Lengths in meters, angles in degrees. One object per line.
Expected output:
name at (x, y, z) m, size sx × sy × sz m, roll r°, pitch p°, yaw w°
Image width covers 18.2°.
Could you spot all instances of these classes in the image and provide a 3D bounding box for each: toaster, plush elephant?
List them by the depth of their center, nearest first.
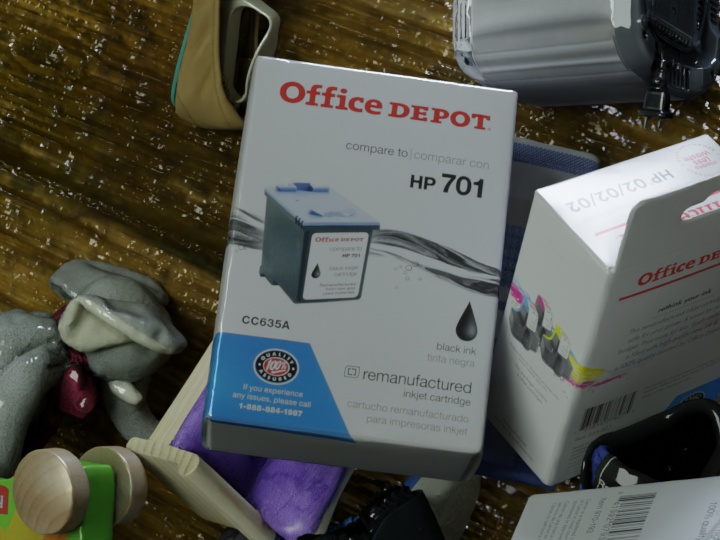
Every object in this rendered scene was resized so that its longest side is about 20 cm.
toaster at (0.131, -0.170, 1.274) m, size 0.129 × 0.113 × 0.201 m, roll -4°, pitch 77°, yaw 38°
plush elephant at (-0.181, 0.063, 1.407) m, size 0.154 × 0.165 × 0.201 m, roll -4°, pitch 106°, yaw 0°

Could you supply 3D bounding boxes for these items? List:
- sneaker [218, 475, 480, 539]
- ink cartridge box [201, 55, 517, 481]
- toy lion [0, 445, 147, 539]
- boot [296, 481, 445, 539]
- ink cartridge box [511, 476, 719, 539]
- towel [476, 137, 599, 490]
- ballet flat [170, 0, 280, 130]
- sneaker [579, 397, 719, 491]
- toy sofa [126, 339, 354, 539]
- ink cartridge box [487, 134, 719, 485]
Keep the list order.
sneaker at (-0.023, 0.160, 1.304) m, size 0.111 × 0.077 × 0.200 m, roll 42°, pitch 108°, yaw 25°
ink cartridge box at (0.000, 0.000, 1.193) m, size 0.146 × 0.086 × 0.201 m, roll 7°, pitch 75°, yaw -2°
toy lion at (-0.197, 0.193, 1.272) m, size 0.199 × 0.069 × 0.193 m, roll 2°, pitch 89°, yaw 35°
boot at (-0.011, 0.227, 1.190) m, size 0.200 × 0.076 × 0.168 m, roll -34°, pitch 94°, yaw -19°
ink cartridge box at (0.161, 0.167, 1.033) m, size 0.199 × 0.084 × 0.145 m, roll -9°, pitch 29°, yaw 28°
towel at (0.054, 0.013, 1.262) m, size 0.146 × 0.024 × 0.201 m, roll 11°, pitch 74°, yaw -5°
ballet flat at (-0.074, -0.184, 1.425) m, size 0.063 × 0.069 × 0.201 m, roll 20°, pitch 116°, yaw 27°
sneaker at (0.140, 0.139, 1.175) m, size 0.081 × 0.115 × 0.200 m, roll 40°, pitch 100°, yaw 36°
toy sofa at (-0.035, 0.054, 1.295) m, size 0.097 × 0.083 × 0.200 m, roll 12°, pitch 62°, yaw 45°
ink cartridge box at (0.141, 0.006, 1.152) m, size 0.068 × 0.115 × 0.201 m, roll 50°, pitch 145°, yaw 34°
